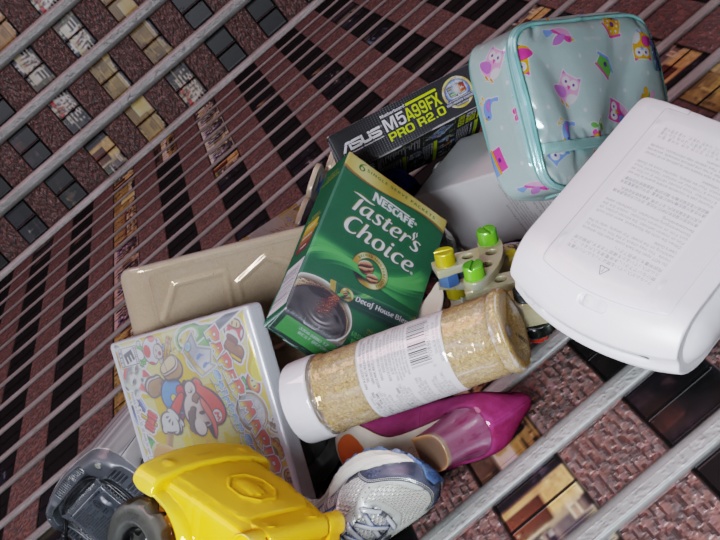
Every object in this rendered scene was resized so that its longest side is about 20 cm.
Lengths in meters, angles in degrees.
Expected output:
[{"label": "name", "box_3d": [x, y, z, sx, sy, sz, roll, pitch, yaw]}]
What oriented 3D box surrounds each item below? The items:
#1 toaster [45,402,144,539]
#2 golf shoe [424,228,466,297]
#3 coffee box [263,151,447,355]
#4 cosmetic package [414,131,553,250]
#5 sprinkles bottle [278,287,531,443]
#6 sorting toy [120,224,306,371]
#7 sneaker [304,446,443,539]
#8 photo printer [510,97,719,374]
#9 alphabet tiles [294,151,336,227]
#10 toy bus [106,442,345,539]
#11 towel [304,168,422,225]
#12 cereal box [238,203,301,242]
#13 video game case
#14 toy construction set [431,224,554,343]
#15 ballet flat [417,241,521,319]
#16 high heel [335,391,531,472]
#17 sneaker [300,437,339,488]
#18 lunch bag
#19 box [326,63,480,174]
[{"label": "toaster", "box_3d": [-0.232, 0.211, 1.348, 0.200, 0.113, 0.130, -47, 6, 43]}, {"label": "golf shoe", "box_3d": [0.028, -0.014, 1.387, 0.199, 0.092, 0.073, -19, 31, 51]}, {"label": "coffee box", "box_3d": [0.000, 0.000, 1.180, 0.044, 0.122, 0.201, -41, 20, 45]}, {"label": "cosmetic package", "box_3d": [0.159, -0.094, 1.318, 0.199, 0.085, 0.108, -14, 30, 54]}, {"label": "sprinkles bottle", "box_3d": [0.033, 0.077, 1.045, 0.198, 0.069, 0.069, -21, 25, 23]}, {"label": "sorting toy", "box_3d": [-0.111, 0.061, 1.247, 0.197, 0.188, 0.037, -12, 22, -5]}, {"label": "sneaker", "box_3d": [-0.011, 0.210, 1.025, 0.199, 0.077, 0.086, -36, 28, 36]}, {"label": "photo printer", "box_3d": [0.220, -0.023, 0.981, 0.165, 0.070, 0.200, 28, 67, 36]}, {"label": "alphabet tiles", "box_3d": [-0.049, -0.040, 1.502, 0.196, 0.014, 0.203, 64, -136, -76]}, {"label": "toy bus", "box_3d": [-0.082, 0.250, 0.951, 0.190, 0.203, 0.135, 21, 15, 38]}, {"label": "towel", "box_3d": [0.005, -0.055, 1.459, 0.147, 0.050, 0.200, -40, -9, 6]}, {"label": "cereal box", "box_3d": [-0.119, 0.013, 1.452, 0.145, 0.039, 0.200, -59, -6, 19]}, {"label": "video game case", "box_3d": [-0.131, 0.144, 1.172, 0.180, 0.203, 0.023, -15, 1, 37]}, {"label": "toy construction set", "box_3d": [0.158, -0.004, 1.093, 0.198, 0.093, 0.132, -26, 23, 10]}, {"label": "ballet flat", "box_3d": [0.097, 0.024, 1.204, 0.072, 0.072, 0.201, -17, 30, 49]}, {"label": "high heel", "box_3d": [0.055, 0.136, 1.087, 0.095, 0.068, 0.199, -23, 7, -30]}, {"label": "sneaker", "box_3d": [-0.110, 0.188, 1.229, 0.199, 0.079, 0.076, -36, 21, 20]}, {"label": "lunch bag", "box_3d": [0.198, -0.142, 1.182, 0.198, 0.163, 0.077, -11, -5, -37]}, {"label": "box", "box_3d": [0.049, -0.139, 1.380, 0.159, 0.045, 0.200, -28, -5, 1]}]
